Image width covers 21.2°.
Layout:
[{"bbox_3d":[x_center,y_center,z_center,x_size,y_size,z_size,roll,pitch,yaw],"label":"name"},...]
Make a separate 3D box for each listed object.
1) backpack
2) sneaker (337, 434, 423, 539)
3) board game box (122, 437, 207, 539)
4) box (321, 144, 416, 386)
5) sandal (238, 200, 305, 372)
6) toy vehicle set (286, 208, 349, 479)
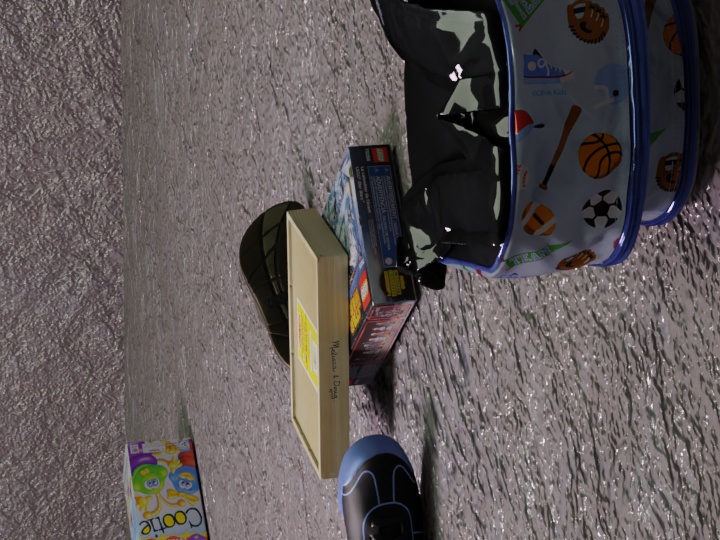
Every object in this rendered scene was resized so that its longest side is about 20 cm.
[{"bbox_3d":[0.088,-0.081,0.959,0.191,0.152,0.202,-116,18,-77],"label":"backpack"},{"bbox_3d":[0.026,0.232,1.525,0.078,0.069,0.202,-127,28,-62],"label":"sneaker"},{"bbox_3d":[-0.288,0.363,2.844,0.105,0.102,0.202,103,158,-52],"label":"board game box"},{"bbox_3d":[0.000,0.000,1.608,0.200,0.039,0.138,115,149,-66],"label":"box"},{"bbox_3d":[-0.063,0.023,1.861,0.055,0.081,0.201,66,-178,-57],"label":"sandal"},{"bbox_3d":[-0.036,0.061,1.641,0.124,0.026,0.202,-124,31,-65],"label":"toy vehicle set"}]
